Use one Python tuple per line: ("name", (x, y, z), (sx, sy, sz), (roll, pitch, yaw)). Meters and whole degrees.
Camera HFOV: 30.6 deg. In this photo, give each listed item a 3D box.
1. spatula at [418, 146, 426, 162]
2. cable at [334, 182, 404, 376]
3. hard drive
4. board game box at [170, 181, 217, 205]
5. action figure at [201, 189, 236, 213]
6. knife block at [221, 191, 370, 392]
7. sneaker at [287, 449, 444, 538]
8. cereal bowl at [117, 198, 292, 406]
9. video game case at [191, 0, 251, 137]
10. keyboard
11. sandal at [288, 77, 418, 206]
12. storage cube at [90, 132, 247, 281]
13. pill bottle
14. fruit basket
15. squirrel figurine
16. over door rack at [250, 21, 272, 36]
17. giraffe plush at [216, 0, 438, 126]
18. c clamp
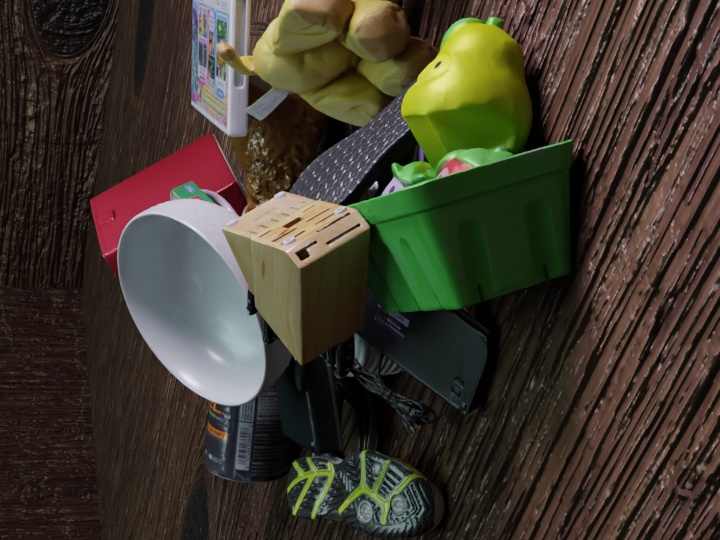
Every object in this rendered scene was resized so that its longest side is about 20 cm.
("spatula", (0.036, -0.081, 1.223), (0.200, 0.020, 0.057), (156, 113, -71))
("cable", (0.000, 0.000, 1.214), (0.200, 0.069, 0.201), (-148, 53, -69))
("hard drive", (-0.062, 0.071, 1.284), (0.140, 0.033, 0.201), (-177, 78, -74))
("board game box", (-0.148, 0.026, 1.347), (0.135, 0.029, 0.200), (41, 141, 33))
("action figure", (-0.101, 0.003, 1.441), (0.134, 0.200, 0.149), (-17, -58, -63))
("knife block", (-0.033, 0.031, 1.036), (0.200, 0.064, 0.176), (17, 136, 63))
("sneaker", (0.014, 0.197, 1.192), (0.200, 0.076, 0.076), (1, 86, 54))
("cereal bowl", (-0.130, 0.020, 1.217), (0.200, 0.083, 0.201), (28, 135, 32))
("video game case", (-0.141, -0.241, 1.319), (0.200, 0.024, 0.183), (-139, 49, -66))
("keyboard", (0.026, 0.055, 1.096), (0.200, 0.021, 0.127), (37, 122, 34))
("sandal", (0.018, -0.092, 1.110), (0.200, 0.048, 0.075), (-38, 35, 12))
("storage cube", (-0.208, -0.035, 1.622), (0.171, 0.179, 0.200), (61, 179, -30))
("pill bottle", (-0.126, 0.142, 1.564), (0.106, 0.106, 0.201), (-144, 58, -69))
("fruit basket", (0.065, -0.080, 0.964), (0.216, 0.155, 0.216), (163, 90, -72))
("squirrel figurine", (-0.091, -0.113, 1.446), (0.200, 0.141, 0.187), (-108, 20, -52))
("over door rack", (-0.058, -0.321, 1.333), (0.067, 0.147, 0.201), (139, 130, -67))
("giraffe plush", (-0.021, -0.237, 1.206), (0.200, 0.172, 0.163), (-12, 53, 41))
("c clamp", (-0.018, 0.182, 1.365), (0.200, 0.027, 0.171), (-165, 82, -73))
